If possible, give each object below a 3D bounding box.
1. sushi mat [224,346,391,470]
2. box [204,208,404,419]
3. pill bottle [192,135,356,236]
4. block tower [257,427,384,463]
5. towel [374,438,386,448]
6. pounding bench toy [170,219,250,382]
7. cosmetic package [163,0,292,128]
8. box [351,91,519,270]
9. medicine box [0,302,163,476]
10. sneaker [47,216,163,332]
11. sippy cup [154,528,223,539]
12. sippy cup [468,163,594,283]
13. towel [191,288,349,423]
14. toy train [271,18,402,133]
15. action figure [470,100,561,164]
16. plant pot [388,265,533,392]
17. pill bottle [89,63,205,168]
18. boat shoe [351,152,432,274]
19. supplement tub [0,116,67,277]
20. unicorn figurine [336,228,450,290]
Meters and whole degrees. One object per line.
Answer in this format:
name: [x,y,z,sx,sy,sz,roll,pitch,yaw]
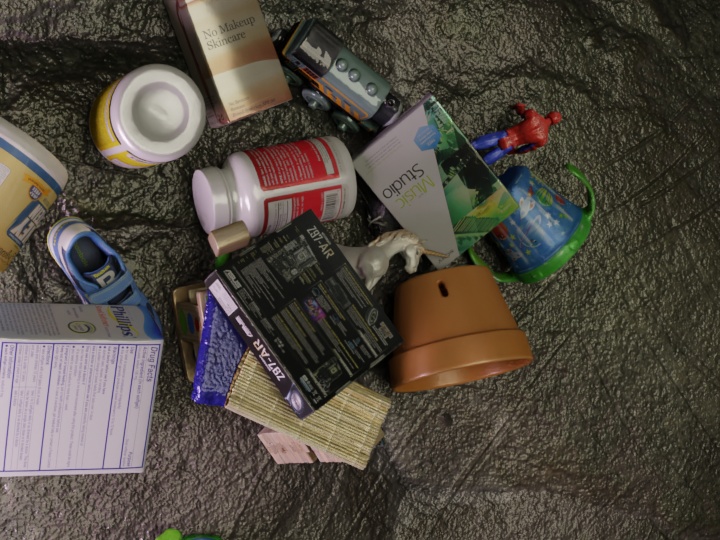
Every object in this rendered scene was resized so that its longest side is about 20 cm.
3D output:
sushi mat: [-0.061,0.158,1.432,0.199,0.012,0.096,28,75,-21]
box: [-0.065,0.049,1.420,0.160,0.043,0.201,-36,89,-34]
pill bottle: [-0.114,-0.107,1.575,0.198,0.112,0.113,-12,96,-24]
block tower: [-0.054,0.214,1.565,0.058,0.199,0.054,-42,106,-34]
towel: [-0.043,0.141,1.593,0.022,0.147,0.201,-34,103,-10]
pounding bench toy: [-0.166,0.038,1.529,0.123,0.156,0.202,-12,96,-23]
cosmetic package: [-0.176,-0.298,1.558,0.103,0.087,0.202,-25,101,-21]
box: [0.100,-0.118,1.613,0.144,0.036,0.200,-39,108,8]
medicine box: [-0.352,0.143,1.446,0.198,0.103,0.184,2,112,-25]
sneaker: [-0.317,0.023,1.502,0.074,0.082,0.201,-42,109,-19]
sippy cup: [-0.195,0.419,1.536,0.177,0.130,0.141,22,82,-23]
sippy cup: [0.238,-0.075,1.714,0.130,0.139,0.178,46,71,-15]
towel: [-0.103,0.104,1.451,0.198,0.049,0.149,13,79,-24]
toy train: [-0.032,-0.258,1.609,0.199,0.114,0.086,38,77,-20]
action figure: [0.197,-0.188,1.748,0.198,0.099,0.066,-24,104,1]
plant pot: [0.128,0.078,1.655,0.198,0.200,0.141,-5,77,-24]
pill bottle: [-0.267,-0.183,1.457,0.111,0.200,0.114,-1,91,-24]
boat shoe: [0.045,-0.076,1.669,0.200,0.072,0.071,46,73,-19]
supplement tub: [-0.455,-0.073,1.404,0.144,0.144,0.201,37,77,-20]
unicorn figurine: [0.000,0.000,1.598,0.074,0.198,0.138,66,41,-55]
